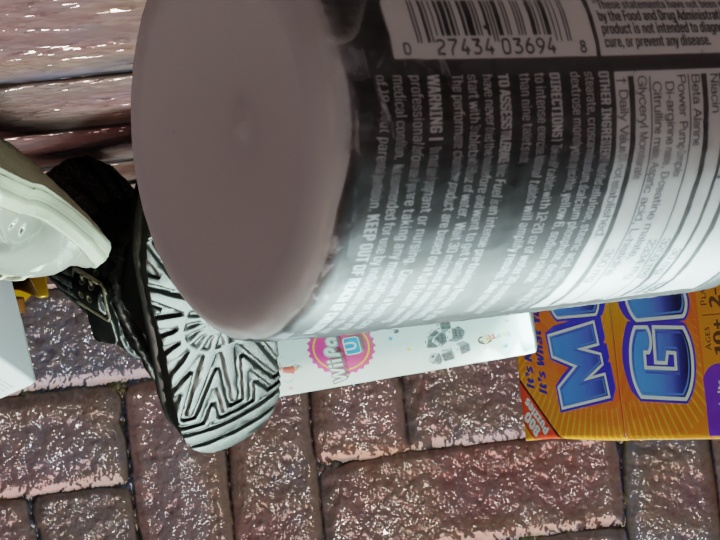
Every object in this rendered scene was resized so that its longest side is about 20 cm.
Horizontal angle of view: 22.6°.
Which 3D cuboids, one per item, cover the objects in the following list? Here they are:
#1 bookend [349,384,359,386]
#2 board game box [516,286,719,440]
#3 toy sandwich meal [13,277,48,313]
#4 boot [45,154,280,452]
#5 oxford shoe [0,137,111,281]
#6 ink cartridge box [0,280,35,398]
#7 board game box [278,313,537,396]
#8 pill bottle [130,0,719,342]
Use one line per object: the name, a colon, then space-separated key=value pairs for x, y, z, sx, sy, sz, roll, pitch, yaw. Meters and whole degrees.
bookend: x=0.022 y=0.004 z=1.377 sx=0.200 sy=0.092 sz=0.199 roll=-6 pitch=-161 yaw=-35
board game box: x=0.237 y=0.002 z=1.205 sx=0.200 sy=0.200 sz=0.200 roll=-5 pitch=178 yaw=-36
toy sandwich meal: x=-0.385 y=0.018 z=1.746 sx=0.205 sy=0.070 sz=0.205 roll=-6 pitch=179 yaw=0
boot: x=-0.108 y=-0.023 z=0.915 sx=0.079 sy=0.211 sz=0.158 roll=-18 pitch=-133 yaw=-27
oxford shoe: x=-0.160 y=-0.024 z=0.774 sx=0.075 sy=0.058 sz=0.200 roll=39 pitch=180 yaw=9
ink cartridge box: x=-0.329 y=0.052 z=1.123 sx=0.200 sy=0.086 sz=0.146 roll=-22 pitch=151 yaw=9
board game box: x=0.000 y=0.000 z=1.097 sx=0.200 sy=0.064 sz=0.148 roll=-10 pitch=-146 yaw=7
pill bottle: x=0.049 y=-0.042 z=0.480 sx=0.200 sy=0.106 sz=0.106 roll=-5 pitch=178 yaw=-33
